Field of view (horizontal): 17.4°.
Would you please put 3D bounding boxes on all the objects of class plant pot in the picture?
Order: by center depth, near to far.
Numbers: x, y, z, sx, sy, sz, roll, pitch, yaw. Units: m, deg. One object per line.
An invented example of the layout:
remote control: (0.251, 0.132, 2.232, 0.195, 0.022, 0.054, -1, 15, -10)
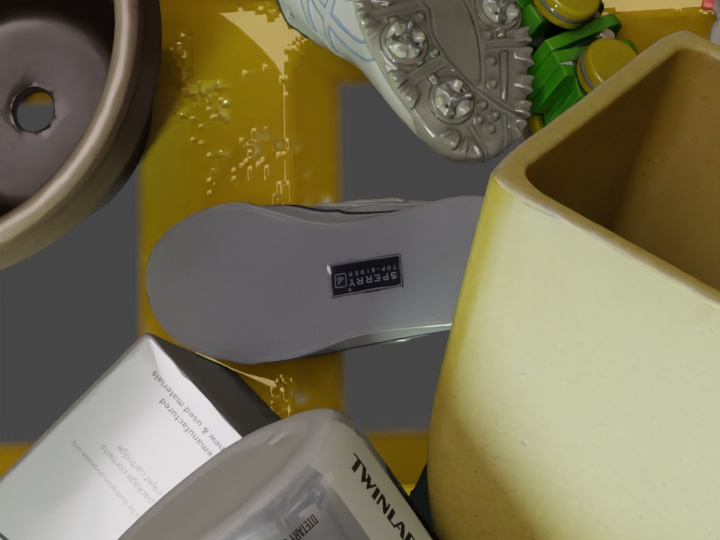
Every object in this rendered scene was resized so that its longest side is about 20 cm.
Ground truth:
plant pot: (0.135, 0.060, 0.889, 0.193, 0.195, 0.201, 30, 122, 15)
plant pot: (-0.168, -0.086, 1.013, 0.198, 0.175, 0.202, -1, 82, 10)

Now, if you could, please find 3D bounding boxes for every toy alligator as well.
toy alligator: (0.084, -0.115, 1.037, 0.054, 0.059, 0.201, -13, 66, -37)

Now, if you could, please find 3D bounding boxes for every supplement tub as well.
supplement tub: (0.000, 0.162, 0.860, 0.122, 0.123, 0.201, -35, 100, 4)

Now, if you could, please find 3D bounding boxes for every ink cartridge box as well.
ink cartridge box: (-0.116, 0.130, 0.987, 0.200, 0.146, 0.084, -45, 77, 2)

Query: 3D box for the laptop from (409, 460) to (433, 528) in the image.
laptop: (0.051, 0.200, 0.964, 0.177, 0.103, 0.201, 31, 101, 13)

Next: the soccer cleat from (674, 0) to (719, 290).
soccer cleat: (0.176, -0.064, 1.002, 0.077, 0.069, 0.202, 10, 81, 8)

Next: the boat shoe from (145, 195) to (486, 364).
boat shoe: (0.000, 0.000, 1.025, 0.199, 0.066, 0.073, -10, 83, 31)

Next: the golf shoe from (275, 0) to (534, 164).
golf shoe: (0.006, -0.122, 1.036, 0.078, 0.097, 0.201, -18, 70, -27)
